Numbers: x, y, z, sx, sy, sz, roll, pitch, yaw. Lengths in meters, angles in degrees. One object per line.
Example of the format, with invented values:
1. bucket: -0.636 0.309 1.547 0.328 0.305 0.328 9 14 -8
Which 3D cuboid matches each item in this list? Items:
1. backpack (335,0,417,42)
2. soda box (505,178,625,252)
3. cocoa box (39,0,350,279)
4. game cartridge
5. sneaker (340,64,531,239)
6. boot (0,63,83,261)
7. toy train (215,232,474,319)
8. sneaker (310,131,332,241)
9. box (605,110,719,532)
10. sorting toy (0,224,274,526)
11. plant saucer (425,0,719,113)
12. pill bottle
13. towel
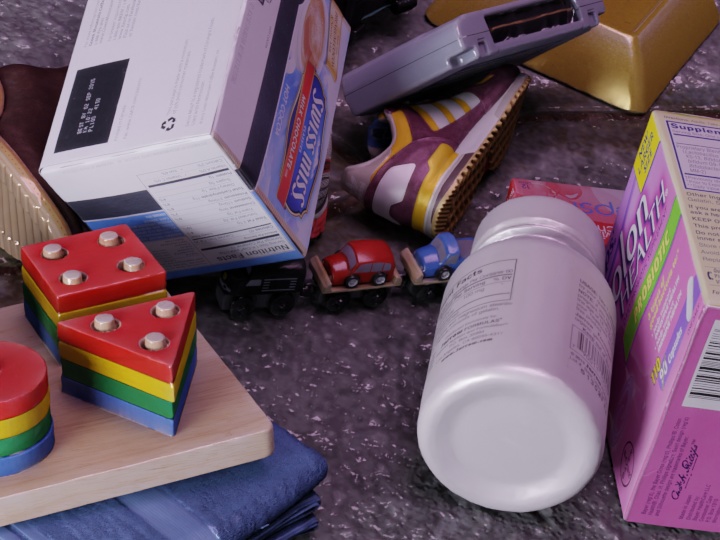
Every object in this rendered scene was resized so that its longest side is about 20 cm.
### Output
1. backpack: -0.043 -0.292 1.698 0.153 0.201 0.175 20 37 35
2. soda box: 0.196 -0.011 1.532 0.199 0.064 0.070 6 38 -12
3. cocoa box: -0.102 -0.113 1.432 0.133 0.131 0.201 -9 51 26
4. game cartridge: 0.079 -0.160 1.626 0.200 0.133 0.042 -21 92 -52
5. sneaker: 0.056 -0.102 1.593 0.090 0.075 0.200 23 37 11
6. boot: -0.187 -0.084 1.491 0.166 0.073 0.200 -16 43 -30
7. toy train: 0.000 0.000 1.468 0.199 0.046 0.034 -5 41 -23
8. sneaker: -0.052 -0.109 1.559 0.077 0.083 0.201 2 39 -16
9. box: 0.219 0.031 1.392 0.096 0.177 0.201 8 38 -9
10. sorting toy: -0.178 0.052 1.275 0.199 0.070 0.199 -13 31 -22
11. plant saucer: 0.182 -0.226 1.811 0.199 0.049 0.200 26 38 14
12. pill bottle: 0.103 0.045 1.388 0.114 0.115 0.201 14 38 0
13. towel: -0.119 0.141 1.250 0.111 0.049 0.200 34 43 28
